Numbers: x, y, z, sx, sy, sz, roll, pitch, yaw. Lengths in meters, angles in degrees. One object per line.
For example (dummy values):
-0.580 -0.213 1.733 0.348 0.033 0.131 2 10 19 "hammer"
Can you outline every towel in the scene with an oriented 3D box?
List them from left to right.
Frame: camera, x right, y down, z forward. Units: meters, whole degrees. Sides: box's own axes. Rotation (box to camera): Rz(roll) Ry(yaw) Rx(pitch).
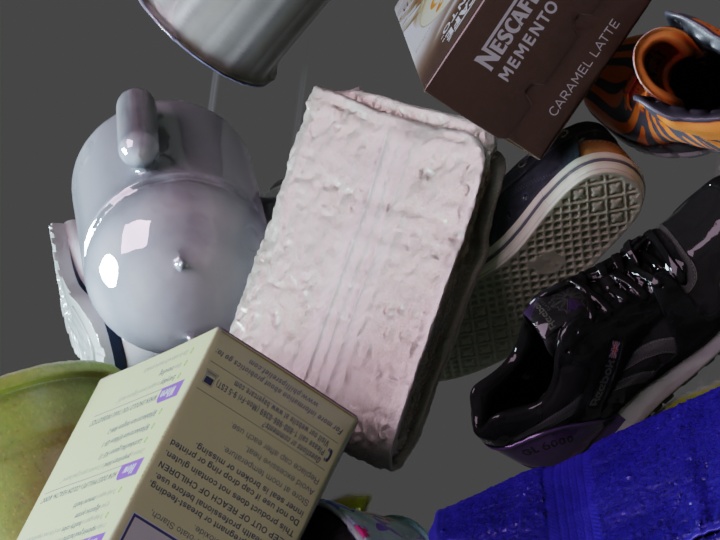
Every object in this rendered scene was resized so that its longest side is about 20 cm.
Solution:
0.000 0.000 1.663 0.132 0.034 0.201 18 85 32 "towel"
0.128 0.135 1.520 0.199 0.050 0.148 -25 37 14 "towel"

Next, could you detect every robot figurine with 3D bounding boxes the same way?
-0.113 -0.025 1.782 0.112 0.170 0.200 -20 32 2 "robot figurine"

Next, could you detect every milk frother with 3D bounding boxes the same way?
-0.059 -0.255 1.930 0.188 0.180 0.200 -48 1 20 "milk frother"

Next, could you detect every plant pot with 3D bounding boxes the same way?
-0.192 0.184 1.761 0.200 0.200 0.185 -38 69 29 "plant pot"

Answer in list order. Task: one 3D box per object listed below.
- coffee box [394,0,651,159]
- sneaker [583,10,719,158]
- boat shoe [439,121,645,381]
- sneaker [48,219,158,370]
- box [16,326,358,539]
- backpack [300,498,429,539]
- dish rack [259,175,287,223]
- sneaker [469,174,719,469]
0.088 -0.152 1.677 0.115 0.080 0.200 -57 13 12 "coffee box"
0.171 -0.106 1.602 0.200 0.112 0.078 14 83 49 "sneaker"
0.082 -0.009 1.686 0.200 0.074 0.062 -45 34 27 "boat shoe"
-0.154 0.016 1.941 0.080 0.077 0.200 -18 27 -10 "sneaker"
-0.114 0.151 1.604 0.176 0.096 0.201 -24 35 61 "box"
-0.017 0.230 1.619 0.200 0.150 0.178 -57 40 24 "backpack"
-0.034 0.007 1.776 0.200 0.043 0.173 155 128 -66 "dish rack"
0.138 0.027 1.594 0.200 0.087 0.076 -54 42 15 "sneaker"
